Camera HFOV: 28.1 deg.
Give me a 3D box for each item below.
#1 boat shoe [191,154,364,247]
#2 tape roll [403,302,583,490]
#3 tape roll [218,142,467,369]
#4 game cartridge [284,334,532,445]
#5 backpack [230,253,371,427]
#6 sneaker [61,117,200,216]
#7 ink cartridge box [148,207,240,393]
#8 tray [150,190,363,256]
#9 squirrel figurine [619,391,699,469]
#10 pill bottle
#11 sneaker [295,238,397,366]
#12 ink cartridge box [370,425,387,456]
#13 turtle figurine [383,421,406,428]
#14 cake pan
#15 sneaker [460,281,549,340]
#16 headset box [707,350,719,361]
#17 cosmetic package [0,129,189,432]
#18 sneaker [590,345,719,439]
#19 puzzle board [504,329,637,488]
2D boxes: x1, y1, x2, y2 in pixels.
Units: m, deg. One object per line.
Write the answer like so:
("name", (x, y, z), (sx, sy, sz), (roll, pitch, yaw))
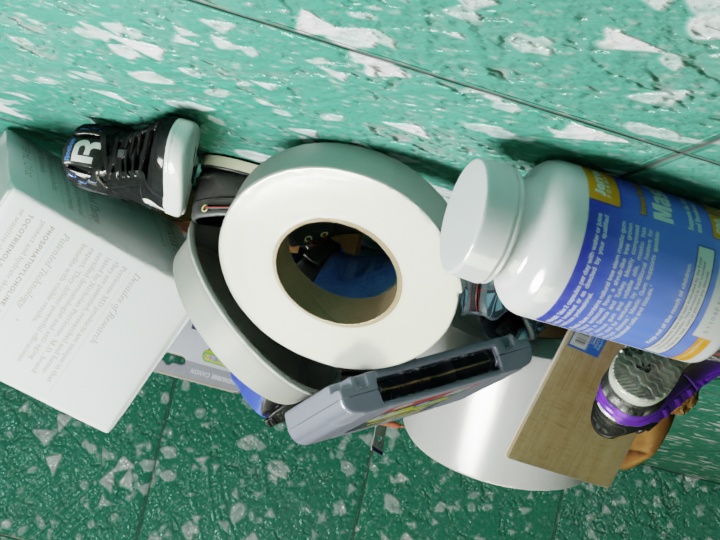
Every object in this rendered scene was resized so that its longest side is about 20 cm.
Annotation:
("boat shoe", (-0.048, -0.049, 1.248), (0.199, 0.064, 0.074), (11, 169, 3))
("tape roll", (0.155, 0.110, 1.438), (0.200, 0.141, 0.203), (11, -161, -4))
("tape roll", (-0.014, -0.008, 1.139), (0.201, 0.037, 0.204), (10, 129, 12))
("game cartridge", (0.039, 0.106, 1.260), (0.198, 0.041, 0.133), (-13, 172, -29))
("backpack", (-0.027, 0.052, 1.505), (0.198, 0.164, 0.168), (1, -151, -27))
("sneaker", (-0.192, -0.087, 1.173), (0.111, 0.074, 0.200), (13, 172, -5))
("ink cartridge box", (-0.208, 0.026, 1.561), (0.199, 0.177, 0.084), (19, 169, -31))
("tray", (-0.103, -0.048, 1.408), (0.199, 0.037, 0.098), (7, 169, 40))
("squirrel figurine", (0.286, 0.120, 1.666), (0.185, 0.143, 0.200), (26, 154, -15))
("pill bottle", (0.161, -0.012, 1.002), (0.198, 0.113, 0.112), (16, 171, -15))
("sneaker", (0.000, -0.001, 1.304), (0.111, 0.199, 0.077), (39, 140, 19))
("ink cartridge box", (0.025, 0.107, 1.638), (0.039, 0.202, 0.099), (11, 169, 9))
("turtle figurine", (0.100, 0.104, 1.581), (0.198, 0.163, 0.064), (-2, 162, -6))
("cake pan", (-0.095, 0.038, 1.286), (0.037, 0.201, 0.200), (-38, 149, 17))
("sneaker", (0.141, 0.030, 1.335), (0.079, 0.097, 0.200), (6, 169, 34))
("headset box", (0.291, 0.028, 1.174), (0.198, 0.076, 0.148), (8, 170, 33))
("cosmetic package", (-0.279, 0.008, 1.321), (0.199, 0.167, 0.168), (30, -168, -25))
("sneaker", (0.279, 0.098, 1.330), (0.199, 0.100, 0.070), (-21, -123, -39))
("puzzle board", (0.227, 0.099, 1.343), (0.150, 0.201, 0.017), (21, -172, -38))
